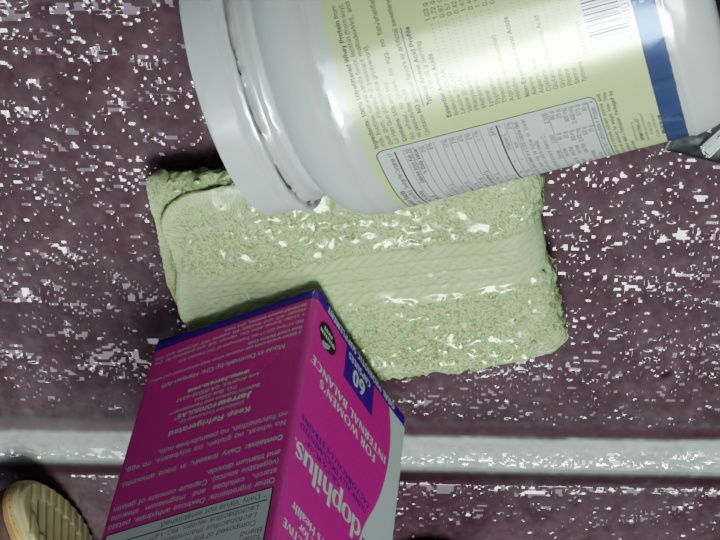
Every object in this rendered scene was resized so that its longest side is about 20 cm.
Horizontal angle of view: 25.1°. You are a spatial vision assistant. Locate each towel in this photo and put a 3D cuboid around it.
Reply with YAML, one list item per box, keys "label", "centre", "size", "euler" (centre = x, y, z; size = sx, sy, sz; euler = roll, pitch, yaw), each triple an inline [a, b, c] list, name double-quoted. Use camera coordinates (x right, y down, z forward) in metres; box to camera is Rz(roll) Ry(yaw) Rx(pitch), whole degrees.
- label: "towel"
  centre: [0.000, 0.000, 0.814]
  size: [0.199, 0.037, 0.149]
  euler: [-7, 128, 9]

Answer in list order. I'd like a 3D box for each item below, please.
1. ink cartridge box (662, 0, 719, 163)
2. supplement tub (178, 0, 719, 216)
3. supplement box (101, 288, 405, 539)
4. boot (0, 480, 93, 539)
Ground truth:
- label: "ink cartridge box"
  centre: [0.208, -0.132, 0.696]
  size: [0.094, 0.044, 0.201]
  euler: [12, 127, -8]
- label: "supplement tub"
  centre: [0.040, -0.105, 0.662]
  size: [0.199, 0.145, 0.145]
  euler: [-14, 126, 13]
- label: "supplement box"
  centre: [-0.050, 0.120, 0.763]
  size: [0.103, 0.200, 0.101]
  euler: [-18, 126, 22]
- label: "boot"
  centre: [-0.234, 0.210, 0.964]
  size: [0.165, 0.073, 0.201]
  euler: [-9, 130, 8]
